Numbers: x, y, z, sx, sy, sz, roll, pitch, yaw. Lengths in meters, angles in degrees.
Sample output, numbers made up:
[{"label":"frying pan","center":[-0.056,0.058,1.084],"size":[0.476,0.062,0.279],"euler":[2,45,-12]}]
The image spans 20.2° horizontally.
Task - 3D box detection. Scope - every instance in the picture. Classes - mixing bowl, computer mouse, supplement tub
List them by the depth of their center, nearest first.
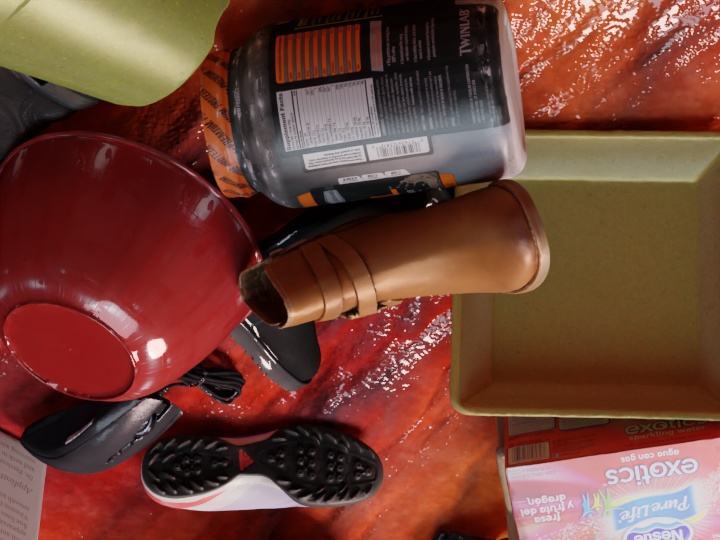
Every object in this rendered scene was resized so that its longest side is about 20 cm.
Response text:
[{"label":"supplement tub","center":[0.003,-0.108,1.312],"size":[0.198,0.123,0.123],"euler":[-7,138,9]},{"label":"mixing bowl","center":[-0.175,0.015,1.355],"size":[0.199,0.109,0.201],"euler":[13,139,12]},{"label":"computer mouse","center":[-0.199,0.117,1.586],"size":[0.199,0.046,0.140],"euler":[-21,155,22]}]

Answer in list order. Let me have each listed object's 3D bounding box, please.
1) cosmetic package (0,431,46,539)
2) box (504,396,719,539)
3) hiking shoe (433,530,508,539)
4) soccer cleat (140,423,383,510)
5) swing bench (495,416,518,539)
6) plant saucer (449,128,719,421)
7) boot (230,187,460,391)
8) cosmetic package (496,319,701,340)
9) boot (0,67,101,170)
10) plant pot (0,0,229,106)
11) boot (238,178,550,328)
[{"label":"cosmetic package","center":[-0.371,0.230,1.629],"size":[0.164,0.201,0.165],"euler":[33,129,-30]},{"label":"box","center":[0.204,0.137,1.416],"size":[0.198,0.103,0.095],"euler":[-9,115,7]},{"label":"hiking shoe","center":[0.141,0.263,1.717],"size":[0.086,0.075,0.200],"euler":[17,179,-34]},{"label":"soccer cleat","center":[-0.081,0.168,1.671],"size":[0.198,0.069,0.073],"euler":[-1,162,-4]},{"label":"swing bench","center":[0.206,0.139,1.583],"size":[0.197,0.130,0.201],"euler":[-5,143,5]},{"label":"plant saucer","center":[0.163,0.005,1.400],"size":[0.198,0.202,0.048],"euler":[1,168,4]},{"label":"boot","center":[0.000,0.000,1.473],"size":[0.199,0.066,0.165],"euler":[-31,148,10]},{"label":"cosmetic package","center":[0.193,0.032,1.478],"size":[0.198,0.107,0.091],"euler":[-4,137,7]},{"label":"boot","center":[-0.282,-0.118,1.342],"size":[0.174,0.070,0.200],"euler":[-32,131,30]},{"label":"plant pot","center":[-0.182,-0.188,1.198],"size":[0.199,0.201,0.190],"euler":[-29,143,29]},{"label":"boot","center":[0.020,-0.001,1.291],"size":[0.154,0.074,0.200],"euler":[-16,-179,-25]}]
